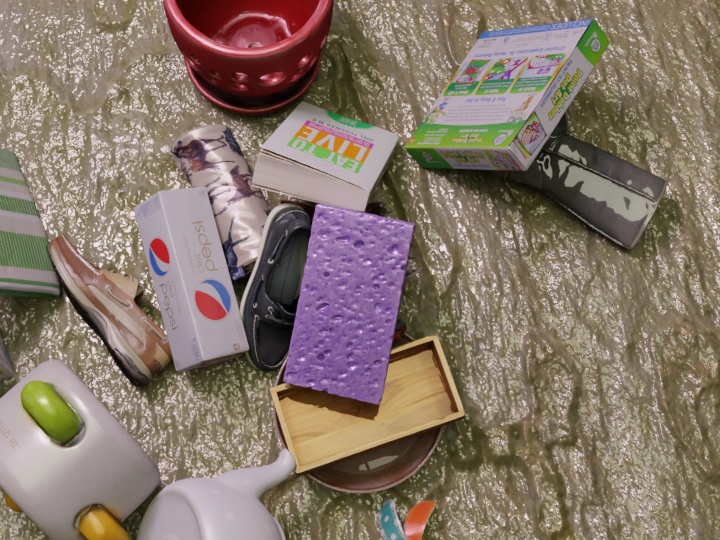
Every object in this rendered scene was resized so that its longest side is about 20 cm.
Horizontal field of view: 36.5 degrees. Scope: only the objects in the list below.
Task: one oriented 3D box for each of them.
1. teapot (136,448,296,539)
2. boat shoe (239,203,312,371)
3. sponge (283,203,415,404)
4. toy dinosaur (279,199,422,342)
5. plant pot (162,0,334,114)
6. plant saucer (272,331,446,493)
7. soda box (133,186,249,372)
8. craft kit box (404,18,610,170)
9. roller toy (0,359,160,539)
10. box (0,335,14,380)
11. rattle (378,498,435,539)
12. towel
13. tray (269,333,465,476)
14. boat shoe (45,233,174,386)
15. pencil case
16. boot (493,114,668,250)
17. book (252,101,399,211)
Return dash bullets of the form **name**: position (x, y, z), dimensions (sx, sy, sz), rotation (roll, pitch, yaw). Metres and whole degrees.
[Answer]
- **teapot**: position (-0.142, 0.319, 1.150), dimensions (0.145, 0.200, 0.198), rotation (13, 42, -36)
- **boat shoe**: position (-0.086, 0.028, 1.238), dimensions (0.074, 0.066, 0.201), rotation (9, 103, -30)
- **sponge**: position (-0.012, 0.036, 1.191), dimensions (0.111, 0.030, 0.201), rotation (11, 95, 5)
- **toy dinosaur**: position (0.000, 0.000, 1.288), dimensions (0.199, 0.105, 0.183), rotation (-7, 64, 31)
- **plant pot**: position (-0.131, -0.304, 1.322), dimensions (0.199, 0.183, 0.202), rotation (0, 73, -2)
- **plant saucer**: position (-0.002, 0.157, 1.261), dimensions (0.199, 0.037, 0.202), rotation (1, 72, -3)
- **soda box**: position (-0.194, 0.009, 1.253), dimensions (0.068, 0.064, 0.201), rotation (-10, 82, -42)
- **craft kit box**: position (0.172, -0.209, 1.307), dimensions (0.049, 0.200, 0.198), rotation (46, 71, -29)
- **roller toy**: position (-0.316, 0.203, 1.158), dimensions (0.140, 0.182, 0.200), rotation (-42, 109, -15)
- **box**: position (-0.466, 0.069, 1.183), dimensions (0.112, 0.200, 0.102), rotation (-22, 75, -9)
- **rattle**: position (0.034, 0.336, 1.157), dimensions (0.130, 0.143, 0.201), rotation (18, 79, 24)
- **towel**: position (-0.424, -0.060, 1.262), dimensions (0.023, 0.152, 0.201), rotation (-30, 74, 19)
- **tray**: position (0.008, 0.151, 1.226), dimensions (0.199, 0.037, 0.099), rotation (-17, 74, -8)
- **boat shoe**: position (-0.288, 0.039, 1.272), dimensions (0.074, 0.076, 0.200), rotation (-36, 85, -18)
- **pencil case**: position (-0.159, -0.078, 1.305), dimensions (0.089, 0.078, 0.201), rotation (-27, 75, 2)
- **boot**: position (0.286, -0.146, 1.343), dimensions (0.199, 0.073, 0.183), rotation (25, 93, 12)
- **book**: position (-0.035, -0.135, 1.285), dimensions (0.133, 0.200, 0.048), rotation (18, 117, 3)
